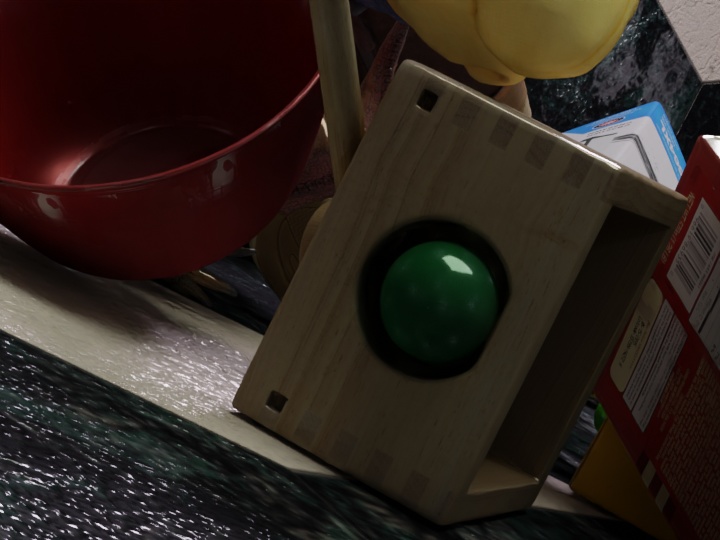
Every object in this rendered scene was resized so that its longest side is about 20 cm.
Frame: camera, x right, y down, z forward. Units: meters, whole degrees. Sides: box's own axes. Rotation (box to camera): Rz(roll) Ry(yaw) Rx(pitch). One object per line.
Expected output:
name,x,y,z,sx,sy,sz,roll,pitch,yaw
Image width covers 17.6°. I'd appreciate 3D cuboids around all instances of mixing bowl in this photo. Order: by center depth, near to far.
mixing bowl,-0.099,-0.068,1.050,0.200,0.200,0.109,31,-33,34

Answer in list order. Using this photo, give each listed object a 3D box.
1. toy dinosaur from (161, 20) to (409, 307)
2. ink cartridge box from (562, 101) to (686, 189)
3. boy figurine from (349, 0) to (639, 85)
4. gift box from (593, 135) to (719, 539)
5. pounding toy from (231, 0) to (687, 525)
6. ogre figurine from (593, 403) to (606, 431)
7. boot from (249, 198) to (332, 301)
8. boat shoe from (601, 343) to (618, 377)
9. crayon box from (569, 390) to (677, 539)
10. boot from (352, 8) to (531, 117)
toy dinosaur,-0.049,-0.052,1.148,0.086,0.200,0.136,60,15,-28
ink cartridge box,0.125,-0.029,1.489,0.084,0.146,0.200,68,21,-9
boy figurine,0.041,-0.132,1.015,0.200,0.064,0.124,26,-21,54
gift box,0.238,0.033,1.085,0.186,0.185,0.200,3,42,-23
pounding toy,0.029,-0.011,0.957,0.142,0.184,0.200,28,6,17
ogre figurine,0.179,0.077,1.346,0.120,0.098,0.200,23,-36,51
boot,0.000,0.000,1.303,0.200,0.073,0.155,26,6,-30
boat shoe,0.107,0.007,1.142,0.065,0.074,0.200,48,2,38
crayon box,0.184,0.119,1.191,0.200,0.051,0.127,29,6,13
boot,-0.018,-0.112,1.252,0.200,0.073,0.166,-11,-32,22
